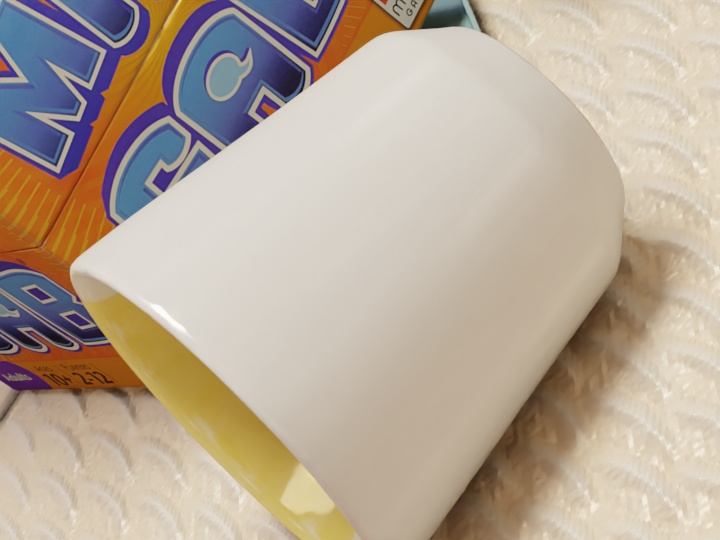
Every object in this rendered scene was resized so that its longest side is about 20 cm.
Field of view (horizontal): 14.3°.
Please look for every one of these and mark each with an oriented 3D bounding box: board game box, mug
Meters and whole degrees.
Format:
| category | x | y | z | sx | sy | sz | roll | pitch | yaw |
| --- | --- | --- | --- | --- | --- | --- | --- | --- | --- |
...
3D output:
| category | x | y | z | sx | sy | sz | roll | pitch | yaw |
| --- | --- | --- | --- | --- | --- | --- | --- | --- | --- |
| board game box | -0.128 | -0.087 | 1.174 | 0.199 | 0.200 | 0.201 | -5 | 53 | 57 |
| mug | -0.002 | -0.004 | 0.974 | 0.153 | 0.150 | 0.186 | -45 | 32 | -12 |

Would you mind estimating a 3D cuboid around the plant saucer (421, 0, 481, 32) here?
| category | x | y | z | sx | sy | sz | roll | pitch | yaw |
| --- | --- | --- | --- | --- | --- | --- | --- | --- | --- |
| plant saucer | 0.017 | -0.103 | 1.204 | 0.070 | 0.019 | 0.200 | -41 | 29 | 14 |
